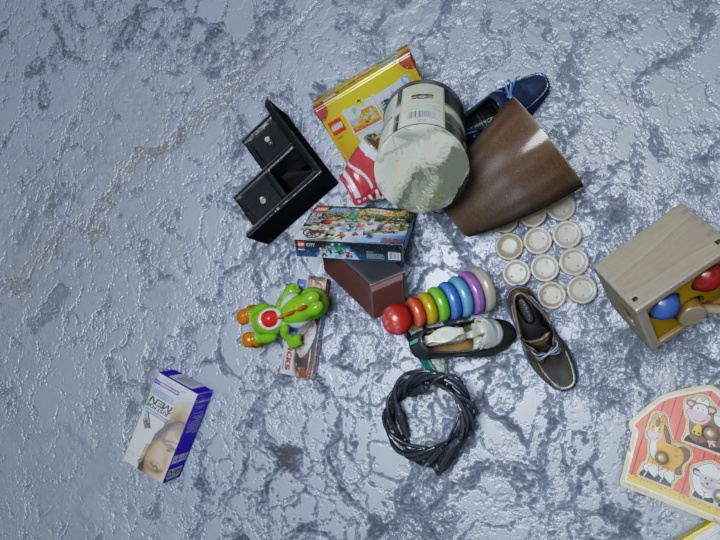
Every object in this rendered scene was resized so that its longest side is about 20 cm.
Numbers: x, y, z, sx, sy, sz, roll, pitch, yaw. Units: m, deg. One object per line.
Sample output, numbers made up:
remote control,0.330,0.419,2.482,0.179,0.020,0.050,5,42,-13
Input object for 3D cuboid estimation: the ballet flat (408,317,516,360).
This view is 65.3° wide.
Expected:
ballet flat,0.182,0.116,0.960,0.199,0.068,0.068,-10,67,-11

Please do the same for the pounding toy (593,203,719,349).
pounding toy,0.497,0.029,0.858,0.184,0.200,0.143,-38,47,11

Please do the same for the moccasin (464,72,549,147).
moccasin,0.254,-0.288,1.018,0.200,0.068,0.081,-36,75,11

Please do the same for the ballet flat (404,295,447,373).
ballet flat,0.108,0.109,1.029,0.072,0.072,0.200,-40,75,10

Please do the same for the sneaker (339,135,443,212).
sneaker,0.054,-0.146,1.049,0.200,0.071,0.113,36,112,-13

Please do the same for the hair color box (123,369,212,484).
hair color box,-0.401,0.323,1.171,0.109,0.065,0.201,22,93,18

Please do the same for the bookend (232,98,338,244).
bookend,-0.186,-0.197,1.138,0.198,0.092,0.200,-39,74,11

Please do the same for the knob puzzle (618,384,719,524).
knob puzzle,0.528,0.277,0.884,0.218,0.030,0.221,-5,77,21

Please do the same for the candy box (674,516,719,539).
candy box,0.515,0.477,0.880,0.200,0.026,0.102,-37,76,11

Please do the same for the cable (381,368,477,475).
cable,0.120,0.254,1.000,0.163,0.051,0.201,36,119,30

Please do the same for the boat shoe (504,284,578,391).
boat shoe,0.302,0.120,0.951,0.072,0.072,0.201,-33,85,14

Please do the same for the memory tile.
memory tile,0.321,-0.029,0.998,0.152,0.017,0.201,-13,81,16

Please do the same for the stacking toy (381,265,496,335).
stacking toy,0.132,0.063,0.975,0.199,0.085,0.086,-20,78,-12

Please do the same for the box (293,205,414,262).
box,-0.007,-0.072,1.040,0.199,0.137,0.038,3,124,13

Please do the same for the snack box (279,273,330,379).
snack box,-0.110,0.111,1.118,0.071,0.024,0.201,8,87,20

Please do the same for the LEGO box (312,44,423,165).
LEGO box,0.035,-0.294,1.045,0.199,0.077,0.149,-26,119,14

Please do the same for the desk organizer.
desk organizer,0.000,0.000,1.037,0.071,0.077,0.200,-21,36,-22

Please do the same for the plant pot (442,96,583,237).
plant pot,0.236,-0.154,0.956,0.200,0.187,0.187,-38,75,19

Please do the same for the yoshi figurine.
yoshi figurine,-0.137,0.084,1.083,0.199,0.112,0.112,-21,36,31

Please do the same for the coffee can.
coffee can,0.102,-0.208,0.925,0.145,0.200,0.147,4,128,5
